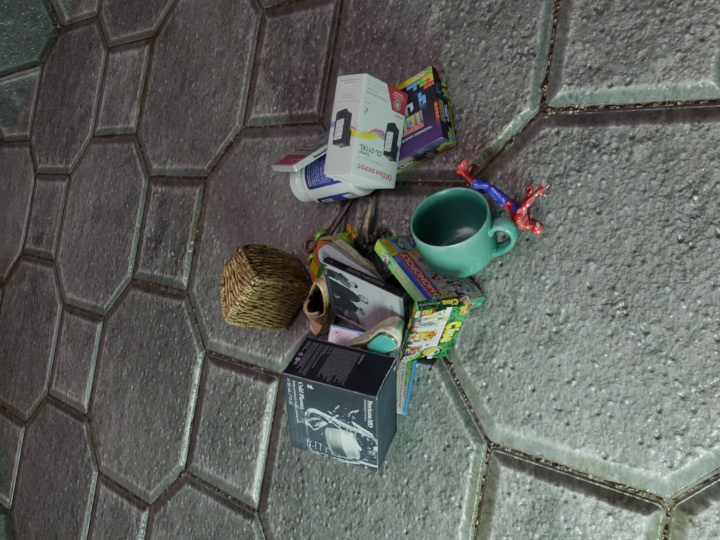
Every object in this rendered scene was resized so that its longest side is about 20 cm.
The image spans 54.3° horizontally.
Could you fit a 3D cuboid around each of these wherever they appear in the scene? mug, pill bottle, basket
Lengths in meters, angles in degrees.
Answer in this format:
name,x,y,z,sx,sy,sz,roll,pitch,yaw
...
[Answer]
name,x,y,z,sx,sy,sz,roll,pitch,yaw
mug,0.189,-0.054,1.308,0.151,0.115,0.185,-37,45,-10
pill bottle,-0.065,-0.216,1.593,0.198,0.119,0.122,-6,78,43
basket,-0.236,0.036,1.653,0.150,0.198,0.144,-51,54,24

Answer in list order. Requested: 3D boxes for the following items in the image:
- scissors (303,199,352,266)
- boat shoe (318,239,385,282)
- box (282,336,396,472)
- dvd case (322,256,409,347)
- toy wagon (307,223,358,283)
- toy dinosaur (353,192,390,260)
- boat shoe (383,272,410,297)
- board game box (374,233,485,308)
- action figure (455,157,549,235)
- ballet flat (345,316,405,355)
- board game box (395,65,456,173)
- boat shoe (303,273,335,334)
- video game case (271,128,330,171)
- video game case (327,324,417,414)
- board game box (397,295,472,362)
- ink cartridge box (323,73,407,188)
name,x,y,z,sx,sy,sz,roll,pitch,yaw
scissors,-0.070,-0.087,1.650,0.199,0.014,0.074,-40,55,30
boat shoe,0.000,0.000,1.440,0.199,0.062,0.073,39,148,21
box,-0.035,0.261,1.380,0.193,0.124,0.203,10,125,18
dvd case,0.014,0.066,1.409,0.198,0.025,0.152,24,141,30
toy wagon,-0.056,-0.018,1.559,0.156,0.039,0.202,52,140,28
toy dinosaur,0.015,-0.068,1.545,0.088,0.047,0.203,26,97,49
boat shoe,0.068,0.041,1.461,0.200,0.060,0.073,-33,62,35
board game box,0.132,0.004,1.358,0.201,0.133,0.029,53,137,35
action figure,0.277,-0.151,1.289,0.099,0.065,0.200,-48,63,15
ballet flat,0.028,0.144,1.393,0.199,0.067,0.063,-32,21,51
board game box,0.100,-0.312,1.499,0.198,0.056,0.168,-22,67,39
boat shoe,-0.094,0.077,1.555,0.074,0.069,0.202,47,142,26
video game case,-0.096,-0.280,1.587,0.142,0.199,0.018,16,137,62
video game case,0.016,0.203,1.457,0.197,0.018,0.146,11,89,20
board game box,0.133,0.110,1.289,0.201,0.103,0.024,99,158,-56
ink cartridge box,0.013,-0.279,1.440,0.082,0.145,0.204,7,89,41
